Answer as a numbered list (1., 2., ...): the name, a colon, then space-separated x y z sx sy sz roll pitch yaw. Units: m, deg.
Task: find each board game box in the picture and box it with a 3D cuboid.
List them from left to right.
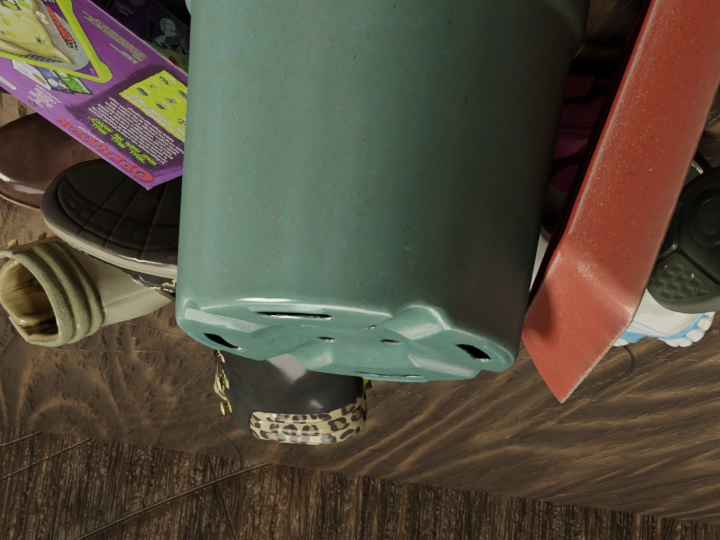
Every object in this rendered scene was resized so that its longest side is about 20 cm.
1. board game box: -0.147 -0.115 0.781 0.199 0.033 0.120 36 146 -29

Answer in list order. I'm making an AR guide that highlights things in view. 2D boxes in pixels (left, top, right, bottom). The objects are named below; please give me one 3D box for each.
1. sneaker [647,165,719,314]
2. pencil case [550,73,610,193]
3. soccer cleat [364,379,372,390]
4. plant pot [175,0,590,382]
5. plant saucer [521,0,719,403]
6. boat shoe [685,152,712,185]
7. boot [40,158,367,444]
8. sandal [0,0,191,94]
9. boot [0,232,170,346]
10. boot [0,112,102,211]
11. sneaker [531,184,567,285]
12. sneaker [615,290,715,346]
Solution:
1. sneaker: 0.245 -0.036 0.837 0.199 0.077 0.114 -41 147 26
2. pencil case: 0.068 -0.074 0.855 0.198 0.092 0.094 2 163 10
3. soccer cleat: -0.062 0.018 1.071 0.080 0.201 0.068 -23 159 -11
4. plant pot: 0.004 -0.061 0.699 0.198 0.198 0.200 7 167 2
5. plant saucer: 0.118 -0.055 0.692 0.036 0.201 0.200 21 167 5
6. boat shoe: 0.109 -0.055 0.937 0.198 0.068 0.057 7 -178 9
7. boot: -0.081 0.020 0.909 0.198 0.074 0.151 13 142 15
8. sandal: -0.152 -0.115 0.877 0.076 0.043 0.199 17 163 -37
9. boot: -0.165 -0.014 1.040 0.154 0.073 0.200 -20 -156 -24
10. boot: -0.131 -0.084 0.934 0.198 0.073 0.166 -2 170 -7
11. sneaker: 0.049 -0.020 0.803 0.198 0.076 0.089 0 150 -14
12. sneaker: 0.159 0.009 1.014 0.086 0.076 0.200 11 166 -15
